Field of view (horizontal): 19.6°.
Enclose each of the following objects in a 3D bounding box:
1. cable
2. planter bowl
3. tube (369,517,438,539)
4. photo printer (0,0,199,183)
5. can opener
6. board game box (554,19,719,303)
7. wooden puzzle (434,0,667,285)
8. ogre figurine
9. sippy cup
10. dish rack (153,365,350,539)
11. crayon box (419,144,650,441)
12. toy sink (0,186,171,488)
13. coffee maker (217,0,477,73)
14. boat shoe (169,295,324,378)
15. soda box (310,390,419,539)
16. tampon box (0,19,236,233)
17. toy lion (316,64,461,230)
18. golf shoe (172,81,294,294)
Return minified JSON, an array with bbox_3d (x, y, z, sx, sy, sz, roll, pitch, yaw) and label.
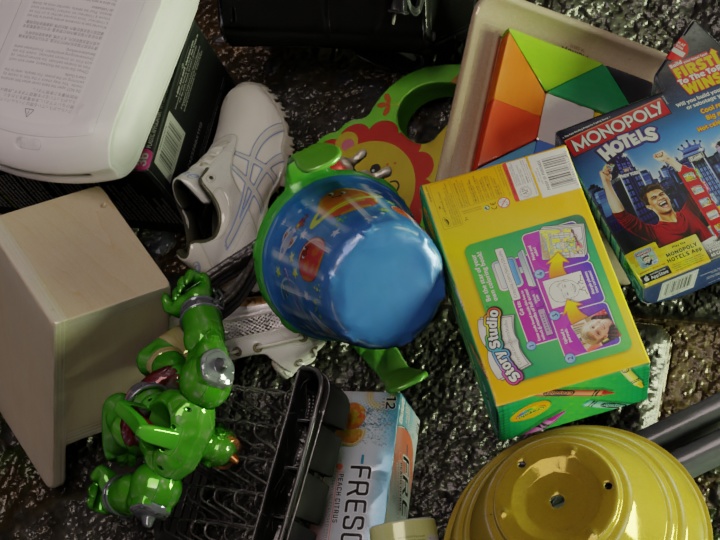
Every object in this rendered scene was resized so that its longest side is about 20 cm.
[{"bbox_3d":[-0.065,-0.034,1.675,0.199,0.051,0.097,-28,47,-11],"label":"cable"},{"bbox_3d":[0.146,0.180,1.478,0.199,0.084,0.202,-8,56,12],"label":"planter bowl"},{"bbox_3d":[0.044,0.283,1.524,0.058,0.052,0.202,-9,77,-4],"label":"tube"},{"bbox_3d":[-0.235,-0.166,1.700,0.165,0.070,0.201,10,69,21],"label":"photo printer"},{"bbox_3d":[0.197,0.147,1.567,0.199,0.067,0.054,-27,61,11],"label":"can opener"},{"bbox_3d":[0.259,-0.088,1.630,0.199,0.062,0.201,-20,63,-12],"label":"board game box"},{"bbox_3d":[0.161,-0.109,1.668,0.184,0.037,0.201,19,71,-12],"label":"wooden puzzle"},{"bbox_3d":[-0.149,0.113,1.589,0.200,0.098,0.120,-47,29,1],"label":"ogre figurine"},{"bbox_3d":[0.000,0.000,1.583,0.140,0.177,0.130,-59,23,1],"label":"sippy cup"},{"bbox_3d":[-0.098,0.152,1.624,0.199,0.054,0.155,1,69,45],"label":"dish rack"},{"bbox_3d":[0.128,0.015,1.554,0.118,0.058,0.201,-15,61,-4],"label":"crayon box"},{"bbox_3d":[-0.228,0.056,1.698,0.111,0.201,0.131,-19,49,-26],"label":"toy sink"},{"bbox_3d":[-0.019,-0.250,1.752,0.198,0.192,0.136,4,83,20],"label":"coffee maker"},{"bbox_3d":[-0.061,0.053,1.698,0.198,0.071,0.070,-7,90,5],"label":"boat shoe"},{"bbox_3d":[-0.003,0.195,1.608,0.068,0.064,0.202,1,67,17],"label":"soda box"},{"bbox_3d":[-0.230,-0.131,1.795,0.198,0.126,0.151,6,67,19],"label":"tampon box"},{"bbox_3d":[0.036,-0.081,1.734,0.190,0.069,0.201,8,68,28],"label":"toy lion"},{"bbox_3d":[-0.111,-0.079,1.743,0.078,0.097,0.201,-29,52,40],"label":"golf shoe"}]
